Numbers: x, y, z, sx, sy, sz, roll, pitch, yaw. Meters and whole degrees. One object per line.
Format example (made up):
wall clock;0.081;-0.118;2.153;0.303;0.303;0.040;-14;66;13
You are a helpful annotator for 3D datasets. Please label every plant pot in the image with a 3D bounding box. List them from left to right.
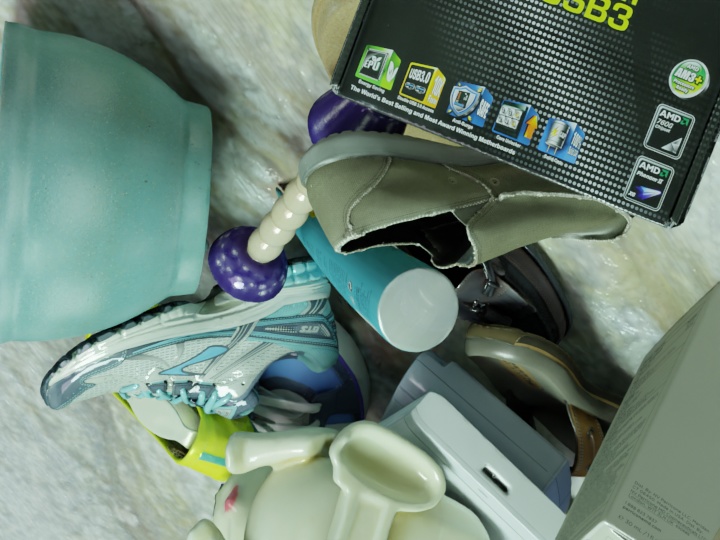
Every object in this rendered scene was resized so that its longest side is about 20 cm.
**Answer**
plant pot;-0.163;-0.049;1.622;0.134;0.201;0.200;5;141;-9

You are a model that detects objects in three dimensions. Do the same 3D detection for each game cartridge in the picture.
game cartridge;0.072;0.128;1.694;0.133;0.041;0.200;37;161;6

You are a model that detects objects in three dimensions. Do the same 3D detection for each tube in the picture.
tube;0.000;0.000;1.598;0.078;0.050;0.200;58;170;-23

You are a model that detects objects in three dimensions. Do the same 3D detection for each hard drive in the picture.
hard drive;0.059;0.145;1.660;0.132;0.027;0.200;44;162;-2

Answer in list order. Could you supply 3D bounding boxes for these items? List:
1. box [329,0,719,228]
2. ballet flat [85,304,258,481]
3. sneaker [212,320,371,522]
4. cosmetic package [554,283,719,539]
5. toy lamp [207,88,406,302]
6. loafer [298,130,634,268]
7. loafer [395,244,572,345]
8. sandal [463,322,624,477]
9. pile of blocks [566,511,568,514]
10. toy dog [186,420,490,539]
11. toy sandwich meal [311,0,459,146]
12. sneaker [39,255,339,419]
box;0.109;-0.146;1.345;0.200;0.048;0.193;23;100;12
ballet flat;-0.142;0.071;1.749;0.200;0.067;0.067;43;115;39
sneaker;-0.055;0.135;1.756;0.080;0.147;0.200;16;139;19
cosmetic package;0.183;0.116;1.538;0.073;0.200;0.104;34;142;-2
toy lamp;-0.027;-0.051;1.519;0.058;0.058;0.200;35;142;-4
loafer;0.063;-0.029;1.445;0.200;0.070;0.075;3;156;-15
loafer;0.050;-0.012;1.599;0.072;0.063;0.200;-21;118;44
sandal;0.128;0.097;1.640;0.082;0.055;0.200;3;154;39
pile of blocks;0.150;0.208;1.781;0.062;0.082;0.200;1;167;-33
toy dog;-0.014;0.162;1.641;0.194;0.140;0.200;12;177;-31
toy sandwich meal;0.066;-0.129;1.468;0.205;0.070;0.205;20;151;12
sneaker;-0.105;0.060;1.670;0.078;0.200;0.086;169;81;-81
